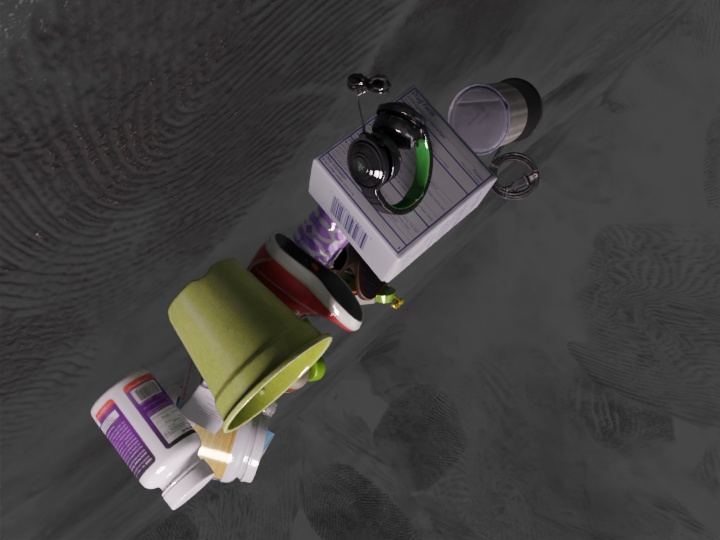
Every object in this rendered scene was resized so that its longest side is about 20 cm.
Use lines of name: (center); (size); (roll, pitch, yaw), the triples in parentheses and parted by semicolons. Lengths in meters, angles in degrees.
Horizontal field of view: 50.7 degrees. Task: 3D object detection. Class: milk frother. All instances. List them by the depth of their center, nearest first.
milk frother: (0.251, -0.227, 1.369); (0.180, 0.201, 0.187); (-43, 171, 34)

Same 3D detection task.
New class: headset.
headset: (0.040, -0.158, 0.937); (0.124, 0.093, 0.201); (-55, 132, -24)

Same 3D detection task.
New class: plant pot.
plant pot: (-0.171, 0.093, 1.087); (0.200, 0.185, 0.201); (-40, 169, -9)

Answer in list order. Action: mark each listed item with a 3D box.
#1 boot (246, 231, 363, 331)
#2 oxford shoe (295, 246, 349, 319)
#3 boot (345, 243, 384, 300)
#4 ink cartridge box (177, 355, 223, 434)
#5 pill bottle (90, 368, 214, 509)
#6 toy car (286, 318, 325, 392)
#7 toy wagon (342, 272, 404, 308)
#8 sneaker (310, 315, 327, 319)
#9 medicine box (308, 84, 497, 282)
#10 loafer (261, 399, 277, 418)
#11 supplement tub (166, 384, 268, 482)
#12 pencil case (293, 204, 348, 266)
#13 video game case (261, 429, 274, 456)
boot: (-0.103, 0.053, 1.191); (0.144, 0.199, 0.073); (-45, -166, 23)
oxford shoe: (-0.090, 0.015, 1.401); (0.201, 0.072, 0.085); (-50, 175, -37)
boot: (0.000, 0.000, 1.523); (0.097, 0.074, 0.202); (-38, -152, 37)
ink cartridge box: (-0.215, 0.150, 1.281); (0.200, 0.083, 0.146); (-47, -156, 23)
pill bottle: (-0.318, 0.264, 1.182); (0.111, 0.201, 0.112); (-39, 170, -8)
toy car: (-0.203, 0.194, 1.556); (0.198, 0.161, 0.163); (-31, 162, 34)
toy wagon: (-0.001, 0.034, 1.556); (0.155, 0.197, 0.040); (-34, 128, -51)
sneaker: (-0.084, 0.084, 1.725); (0.070, 0.076, 0.200); (-39, 170, -13)
medicine box: (0.057, -0.123, 1.079); (0.199, 0.183, 0.103); (-38, 171, -19)
loafer: (-0.261, 0.263, 1.601); (0.070, 0.197, 0.071); (47, 56, -45)
supplement tub: (-0.282, 0.308, 1.416); (0.145, 0.196, 0.148); (-162, -90, -80)
pencil case: (-0.020, -0.091, 1.198); (0.200, 0.086, 0.083); (-47, 156, 17)
video game case: (-0.280, 0.321, 1.586); (0.046, 0.198, 0.182); (-54, 177, -28)
